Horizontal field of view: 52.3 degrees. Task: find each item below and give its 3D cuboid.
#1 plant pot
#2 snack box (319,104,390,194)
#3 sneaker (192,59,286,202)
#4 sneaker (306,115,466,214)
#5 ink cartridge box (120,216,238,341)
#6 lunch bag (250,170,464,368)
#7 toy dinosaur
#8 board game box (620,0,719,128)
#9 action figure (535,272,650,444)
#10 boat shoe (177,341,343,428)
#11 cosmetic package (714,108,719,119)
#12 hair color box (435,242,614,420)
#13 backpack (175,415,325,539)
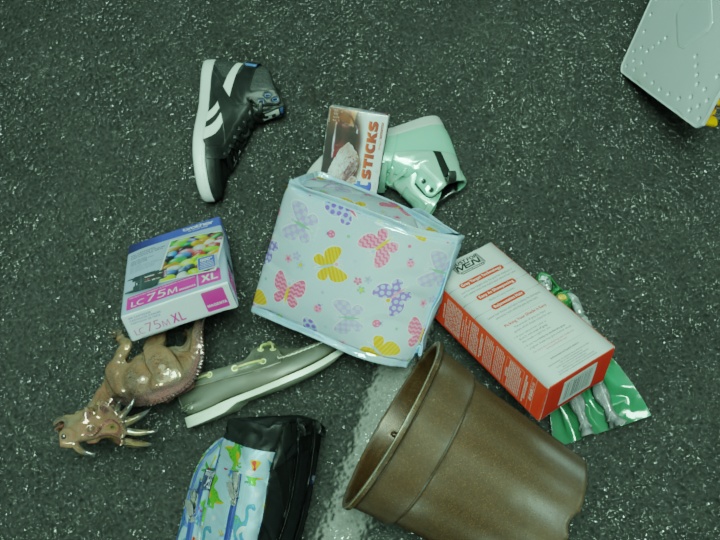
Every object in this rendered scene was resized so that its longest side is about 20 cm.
[{"bbox_3d":[0.114,0.212,0.773,0.198,0.200,0.201,31,77,2],"label":"plant pot"},{"bbox_3d":[-0.015,-0.094,0.891,0.072,0.024,0.201,10,107,3],"label":"snack box"},{"bbox_3d":[-0.152,-0.186,0.946,0.111,0.073,0.201,-1,72,2],"label":"sneaker"},{"bbox_3d":[0.035,-0.112,0.918,0.200,0.074,0.119,-22,68,-8],"label":"sneaker"},{"bbox_3d":[-0.210,-0.003,0.849,0.119,0.200,0.042,-18,119,-4],"label":"ink cartridge box"},{"bbox_3d":[0.000,0.000,0.839,0.199,0.127,0.170,21,108,13],"label":"lunch bag"},{"bbox_3d":[-0.232,0.124,0.812,0.199,0.086,0.136,-31,43,4],"label":"toy dinosaur"},{"bbox_3d":[0.406,-0.297,0.873,0.026,0.201,0.200,7,32,-16],"label":"board game box"},{"bbox_3d":[0.249,0.094,0.872,0.118,0.055,0.201,-18,70,-1],"label":"action figure"},{"bbox_3d":[-0.119,0.119,0.859,0.201,0.072,0.061,-24,80,-2],"label":"boat shoe"},{"bbox_3d":[0.512,-0.312,0.922,0.164,0.165,0.201,1,74,1],"label":"cosmetic package"},{"bbox_3d":[0.172,0.062,0.825,0.101,0.061,0.200,-24,49,-23],"label":"hair color box"},{"bbox_3d":[-0.119,0.258,0.786,0.153,0.163,0.201,-3,80,9],"label":"backpack"}]
